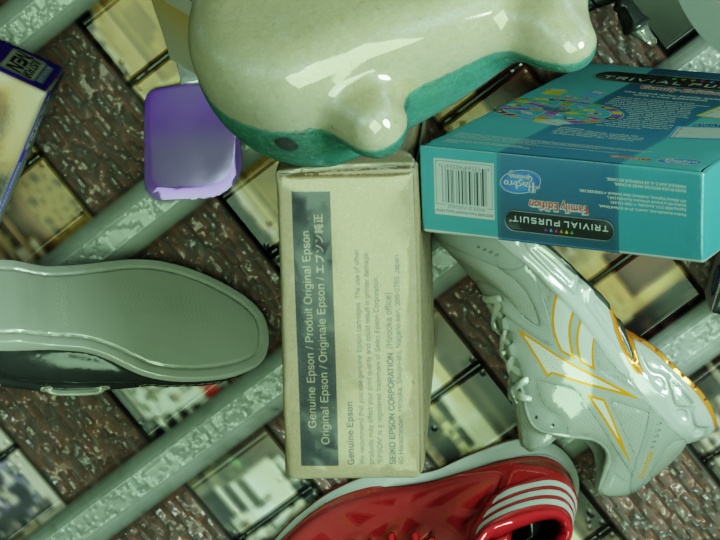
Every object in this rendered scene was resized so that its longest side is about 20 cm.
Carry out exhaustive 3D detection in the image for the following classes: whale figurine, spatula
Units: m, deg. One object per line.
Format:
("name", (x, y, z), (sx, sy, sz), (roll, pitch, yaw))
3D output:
("whale figurine", (0.020, -0.109, 1.255), (0.199, 0.160, 0.104), (-4, 143, 13))
("spatula", (-0.098, -0.139, 1.445), (0.056, 0.021, 0.201), (-2, 106, 5))

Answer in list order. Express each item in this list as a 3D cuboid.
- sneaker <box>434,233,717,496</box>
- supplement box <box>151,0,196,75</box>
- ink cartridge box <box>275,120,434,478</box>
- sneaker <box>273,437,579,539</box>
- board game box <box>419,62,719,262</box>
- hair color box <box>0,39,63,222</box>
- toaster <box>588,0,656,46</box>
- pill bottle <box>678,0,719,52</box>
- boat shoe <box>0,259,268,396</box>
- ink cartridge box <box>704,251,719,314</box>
("sneaker", (0.104, 0.048, 1.453), (0.200, 0.076, 0.092), (44, 90, -9))
("supplement box", (-0.076, -0.196, 1.347), (0.073, 0.126, 0.201), (-26, 116, -16))
("ink cartridge box", (0.000, 0.000, 1.387), (0.075, 0.200, 0.166), (-1, 106, 4))
("sneaker", (0.029, 0.160, 1.477), (0.199, 0.116, 0.079), (-27, 102, 9))
("board game box", (0.143, -0.059, 1.338), (0.150, 0.200, 0.047), (7, 109, 28))
("hair color box", (-0.278, -0.099, 1.446), (0.199, 0.065, 0.110), (24, 106, -5))
("toaster", (0.069, -0.208, 1.325), (0.180, 0.119, 0.201), (-9, 108, 41))
("pill bottle", (0.250, -0.176, 1.267), (0.199, 0.112, 0.113), (-25, 105, -18))
("boat shoe", (-0.153, 0.038, 1.480), (0.199, 0.074, 0.060), (2, 149, -14))
("ink cartridge box", (0.260, -0.065, 1.434), (0.094, 0.044, 0.201), (12, 107, -2))
